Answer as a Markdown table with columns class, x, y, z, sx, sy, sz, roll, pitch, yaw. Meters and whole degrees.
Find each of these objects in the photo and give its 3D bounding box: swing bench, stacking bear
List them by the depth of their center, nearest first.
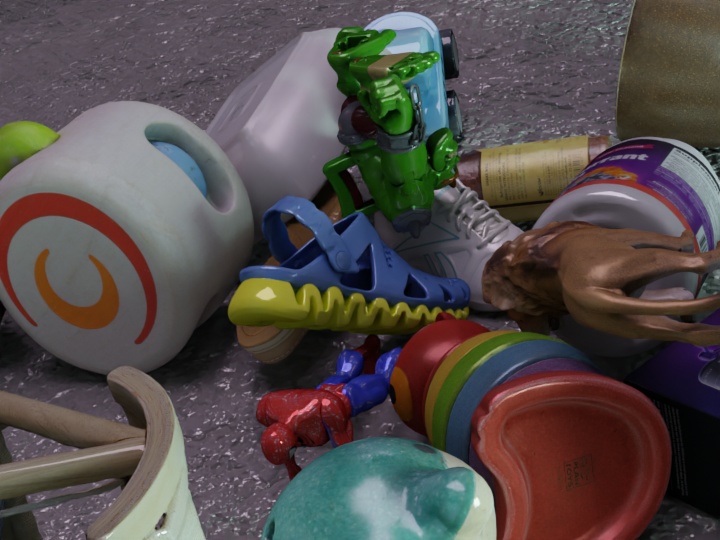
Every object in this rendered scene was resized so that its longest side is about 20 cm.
| class | x | y | z | sx | sy | sz | roll | pitch | yaw |
| --- | --- | --- | --- | --- | --- | --- | --- | --- | --- |
| swing bench | -0.139 | 0.159 | 0.624 | 0.198 | 0.201 | 0.130 | -2 | 29 | 21 |
| stacking bear | 0.081 | 0.084 | 0.775 | 0.112 | 0.123 | 0.200 | -15 | 18 | -17 |

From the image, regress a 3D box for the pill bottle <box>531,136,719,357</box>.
| class | x | y | z | sx | sy | sz | roll | pitch | yaw |
| --- | --- | --- | --- | --- | --- | --- | --- | --- | --- |
| pill bottle | 0.189 | -0.027 | 0.911 | 0.110 | 0.113 | 0.200 | 0 | 18 | 24 |

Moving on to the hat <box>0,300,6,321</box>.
| class | x | y | z | sx | sy | sz | roll | pitch | yaw |
| --- | --- | --- | --- | --- | --- | --- | --- | --- | --- |
| hat | -0.320 | 0.020 | 1.067 | 0.080 | 0.202 | 0.201 | 28 | 29 | -7 |

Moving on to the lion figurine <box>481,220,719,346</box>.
| class | x | y | z | sx | sy | sz | roll | pitch | yaw |
| --- | --- | --- | --- | --- | --- | --- | --- | --- | --- |
| lion figurine | 0.136 | 0.006 | 0.740 | 0.121 | 0.073 | 0.200 | 3 | -2 | -1 |

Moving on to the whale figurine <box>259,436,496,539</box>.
| class | x | y | z | sx | sy | sz | roll | pitch | yaw |
| --- | --- | --- | --- | --- | --- | --- | --- | --- | --- |
| whale figurine | 0.005 | 0.156 | 0.613 | 0.103 | 0.160 | 0.200 | 21 | 18 | -12 |

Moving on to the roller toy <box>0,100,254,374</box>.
| class | x | y | z | sx | sy | sz | roll | pitch | yaw |
| --- | --- | --- | --- | --- | --- | --- | --- | --- | --- |
| roller toy | -0.179 | -0.026 | 1.018 | 0.180 | 0.202 | 0.140 | 9 | 34 | 20 |

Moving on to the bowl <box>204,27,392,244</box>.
| class | x | y | z | sx | sy | sz | roll | pitch | yaw |
| --- | --- | --- | --- | --- | --- | --- | --- | --- | --- |
| bowl | -0.076 | -0.113 | 1.119 | 0.199 | 0.075 | 0.201 | -27 | 27 | 51 |

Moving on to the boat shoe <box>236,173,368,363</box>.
| class | x | y | z | sx | sy | sz | roll | pitch | yaw |
| --- | --- | --- | --- | --- | --- | --- | --- | --- | --- |
| boat shoe | -0.030 | 0.007 | 1.008 | 0.073 | 0.070 | 0.201 | -16 | 31 | 32 |

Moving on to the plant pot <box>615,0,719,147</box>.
| class | x | y | z | sx | sy | sz | roll | pitch | yaw |
| --- | --- | --- | --- | --- | --- | --- | --- | --- | --- |
| plant pot | 0.333 | -0.178 | 1.105 | 0.198 | 0.189 | 0.187 | 15 | 35 | 19 |

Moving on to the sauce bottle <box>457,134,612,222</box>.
| class | x | y | z | sx | sy | sz | roll | pitch | yaw |
| --- | --- | --- | --- | --- | --- | --- | --- | --- | --- |
| sauce bottle | 0.109 | -0.070 | 1.095 | 0.197 | 0.067 | 0.066 | -4 | 28 | 13 |

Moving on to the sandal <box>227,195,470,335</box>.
| class | x | y | z | sx | sy | sz | roll | pitch | yaw |
| --- | --- | --- | --- | --- | --- | --- | --- | --- | --- |
| sandal | 0.000 | 0.000 | 0.919 | 0.199 | 0.088 | 0.079 | 9 | -13 | -42 |

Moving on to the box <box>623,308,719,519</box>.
| class | x | y | z | sx | sy | sz | roll | pitch | yaw |
| --- | --- | --- | --- | --- | --- | --- | --- | --- | --- |
| box | 0.268 | 0.064 | 0.754 | 0.199 | 0.080 | 0.141 | -30 | 34 | -30 |

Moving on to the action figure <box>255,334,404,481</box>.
| class | x | y | z | sx | sy | sz | roll | pitch | yaw |
| --- | --- | --- | --- | --- | --- | --- | --- | --- | --- |
| action figure | -0.009 | 0.105 | 0.832 | 0.065 | 0.100 | 0.200 | -4 | 6 | 24 |

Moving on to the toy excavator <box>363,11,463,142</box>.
| class | x | y | z | sx | sy | sz | roll | pitch | yaw |
| --- | --- | --- | --- | --- | --- | --- | --- | --- | --- |
| toy excavator | 0.031 | -0.160 | 1.209 | 0.099 | 0.197 | 0.200 | -7 | -17 | 12 |

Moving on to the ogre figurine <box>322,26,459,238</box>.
| class | x | y | z | sx | sy | sz | roll | pitch | yaw |
| --- | --- | --- | --- | --- | --- | --- | --- | --- | --- |
| ogre figurine | 0.016 | -0.102 | 0.968 | 0.097 | 0.121 | 0.200 | -22 | 25 | -22 |

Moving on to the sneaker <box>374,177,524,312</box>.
| class | x | y | z | sx | sy | sz | roll | pitch | yaw |
| --- | --- | --- | --- | --- | --- | --- | --- | --- | --- |
| sneaker | 0.076 | -0.026 | 1.013 | 0.070 | 0.081 | 0.199 | -30 | 32 | -33 |
